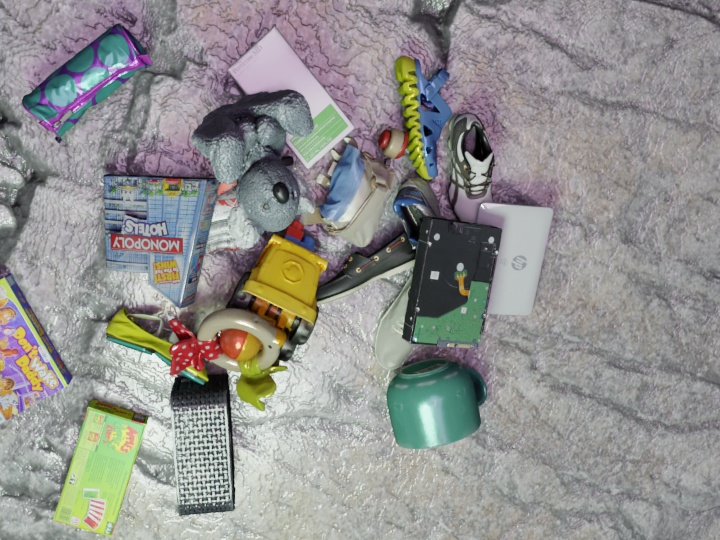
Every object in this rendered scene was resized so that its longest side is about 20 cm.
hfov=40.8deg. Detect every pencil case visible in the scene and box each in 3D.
[{"bbox_3d":[-0.420,-0.292,1.495,0.199,0.093,0.085,-39,142,-1],"label":"pencil case"}]

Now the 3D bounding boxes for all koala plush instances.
[{"bbox_3d":[-0.151,-0.149,1.460,0.176,0.183,0.203,-34,117,-22],"label":"koala plush"}]

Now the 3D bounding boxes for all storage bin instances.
[{"bbox_3d":[-0.255,0.282,1.582,0.092,0.135,0.205,-4,99,-6],"label":"storage bin"}]

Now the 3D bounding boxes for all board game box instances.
[{"bbox_3d":[-0.321,-0.047,1.529,0.196,0.062,0.205,3,98,15],"label":"board game box"},{"bbox_3d":[-0.577,0.127,1.564,0.133,0.045,0.203,-28,101,-2],"label":"board game box"},{"bbox_3d":[-0.432,0.329,1.612,0.100,0.048,0.204,18,96,-10],"label":"board game box"}]

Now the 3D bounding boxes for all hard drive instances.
[{"bbox_3d":[0.147,0.021,1.561,0.137,0.038,0.204,5,99,-26],"label":"hard drive"}]

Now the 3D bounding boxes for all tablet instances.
[{"bbox_3d":[0.247,-0.017,1.634,0.127,0.014,0.204,4,116,-8],"label":"tablet"}]

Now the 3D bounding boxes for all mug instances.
[{"bbox_3d":[0.123,0.211,1.626,0.149,0.185,0.117,-11,98,19],"label":"mug"}]

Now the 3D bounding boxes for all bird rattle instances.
[{"bbox_3d":[-0.197,0.111,1.482,0.198,0.114,0.163,32,131,-9],"label":"bird rattle"}]

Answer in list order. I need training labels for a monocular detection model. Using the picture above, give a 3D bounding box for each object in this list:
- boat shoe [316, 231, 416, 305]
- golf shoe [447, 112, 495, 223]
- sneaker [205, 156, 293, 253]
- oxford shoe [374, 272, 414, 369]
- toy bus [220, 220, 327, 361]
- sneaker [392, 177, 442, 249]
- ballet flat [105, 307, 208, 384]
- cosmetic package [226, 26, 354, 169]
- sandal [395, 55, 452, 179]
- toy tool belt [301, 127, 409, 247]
[{"bbox_3d":[0.000,0.000,1.606,0.198,0.074,0.064,-26,94,-5],"label":"boat shoe"},{"bbox_3d":[0.184,-0.156,1.594,0.076,0.095,0.204,-13,102,-6],"label":"golf shoe"},{"bbox_3d":[-0.182,-0.102,1.566,0.198,0.067,0.110,-24,97,2],"label":"sneaker"},{"bbox_3d":[0.079,0.083,1.621,0.074,0.058,0.202,22,112,-13],"label":"oxford shoe"},{"bbox_3d":[-0.133,0.025,1.561,0.134,0.200,0.195,23,60,-11],"label":"toy bus"},{"bbox_3d":[0.117,-0.051,1.595,0.077,0.085,0.201,-35,97,36],"label":"sneaker"},{"bbox_3d":[-0.321,0.116,1.562,0.197,0.067,0.068,22,76,16],"label":"ballet flat"},{"bbox_3d":[-0.111,-0.274,1.542,0.107,0.085,0.201,-41,102,4],"label":"cosmetic package"},{"bbox_3d":[0.112,-0.252,1.580,0.085,0.079,0.205,-9,101,-10],"label":"sandal"},{"bbox_3d":[-0.011,-0.149,1.556,0.121,0.125,0.203,21,95,-18],"label":"toy tool belt"}]
